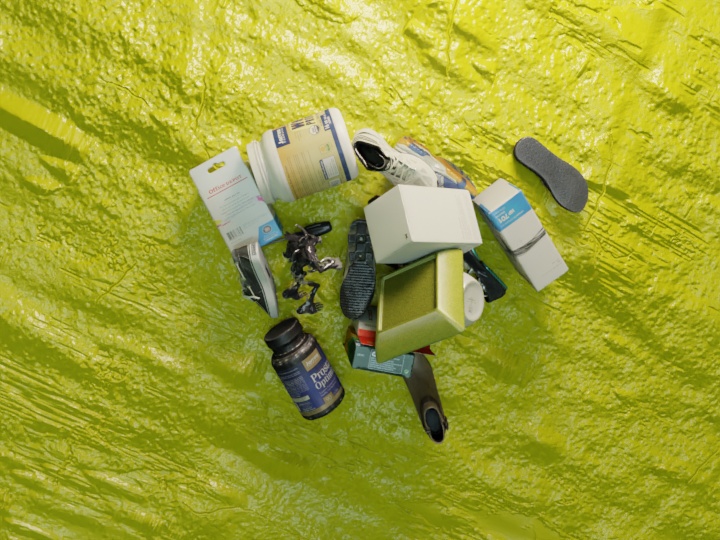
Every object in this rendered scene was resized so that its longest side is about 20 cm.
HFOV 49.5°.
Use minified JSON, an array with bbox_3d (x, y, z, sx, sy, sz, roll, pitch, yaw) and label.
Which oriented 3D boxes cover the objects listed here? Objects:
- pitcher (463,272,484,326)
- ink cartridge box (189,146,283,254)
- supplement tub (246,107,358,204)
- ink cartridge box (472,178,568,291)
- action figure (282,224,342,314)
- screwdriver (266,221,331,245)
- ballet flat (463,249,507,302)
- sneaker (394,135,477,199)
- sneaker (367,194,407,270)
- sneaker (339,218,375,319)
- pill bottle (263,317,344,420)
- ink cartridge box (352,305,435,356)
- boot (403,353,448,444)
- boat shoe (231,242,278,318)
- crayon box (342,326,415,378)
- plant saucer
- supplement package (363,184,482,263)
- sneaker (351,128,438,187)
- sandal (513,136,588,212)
[{"bbox_3d":[0.165,0.062,1.602,0.169,0.197,0.125,11,82,-46],"label":"pitcher"},{"bbox_3d":[-0.251,-0.141,1.585,0.113,0.068,0.203,-25,107,3],"label":"ink cartridge box"},{"bbox_3d":[-0.113,-0.221,1.536,0.195,0.145,0.148,-19,107,0],"label":"supplement tub"},{"bbox_3d":[0.329,-0.076,1.616,0.085,0.147,0.202,-33,106,4],"label":"ink cartridge box"},{"bbox_3d":[-0.106,-0.014,1.602,0.101,0.118,0.203,-29,144,-39],"label":"action figure"},{"bbox_3d":[-0.155,-0.071,1.642,0.195,0.028,0.030,-11,77,5],"label":"screwdriver"},{"bbox_3d":[0.237,-0.009,1.669,0.073,0.073,0.201,-38,108,6],"label":"ballet flat"},{"bbox_3d":[0.146,-0.191,1.614,0.197,0.076,0.089,32,111,-5],"label":"sneaker"},{"bbox_3d":[0.063,-0.056,1.634,0.085,0.081,0.202,-30,105,6],"label":"sneaker"},{"bbox_3d":[0.000,0.000,1.624,0.072,0.089,0.206,8,87,2],"label":"sneaker"},{"bbox_3d":[-0.123,0.208,1.673,0.110,0.112,0.203,-28,107,3],"label":"pill bottle"},{"bbox_3d":[0.068,0.119,1.618,0.158,0.200,0.052,10,96,-8],"label":"ink cartridge box"},{"bbox_3d":[0.140,0.270,1.696,0.069,0.147,0.204,-23,106,4],"label":"boot"},{"bbox_3d":[-0.216,0.028,1.607,0.066,0.075,0.201,-12,141,2],"label":"boat shoe"},{"bbox_3d":[0.034,0.164,1.633,0.122,0.200,0.053,11,96,-8],"label":"crayon box"},{"bbox_3d":[0.102,0.055,1.491,0.197,0.203,0.048,-24,131,29],"label":"plant saucer"},{"bbox_3d":[0.123,-0.088,1.534,0.197,0.116,0.120,-1,72,-41],"label":"supplement package"},{"bbox_3d":[0.063,-0.194,1.521,0.198,0.116,0.076,32,113,-6],"label":"sneaker"},{"bbox_3d":[0.404,-0.206,1.647,0.076,0.043,0.200,-45,95,1],"label":"sandal"}]
